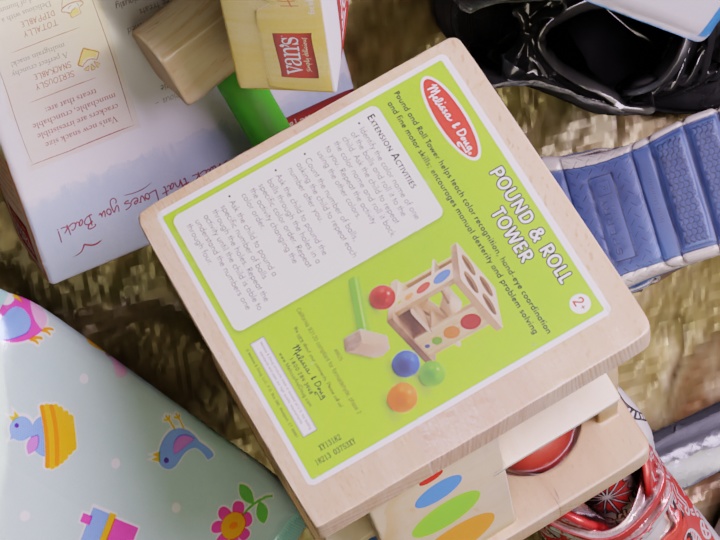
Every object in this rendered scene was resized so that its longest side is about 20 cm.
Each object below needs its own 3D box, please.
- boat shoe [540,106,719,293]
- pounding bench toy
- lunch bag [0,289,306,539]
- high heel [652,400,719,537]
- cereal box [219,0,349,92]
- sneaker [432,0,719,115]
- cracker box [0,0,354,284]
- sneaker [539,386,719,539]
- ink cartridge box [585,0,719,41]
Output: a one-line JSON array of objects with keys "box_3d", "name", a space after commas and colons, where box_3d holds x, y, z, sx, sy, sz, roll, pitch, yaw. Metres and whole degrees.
[{"box_3d": [0.087, -0.013, 0.917, 0.199, 0.072, 0.073, -12, 82, 10], "name": "boat shoe"}, {"box_3d": [0.000, 0.000, 0.814, 0.124, 0.200, 0.156, -30, 158, -5], "name": "pounding bench toy"}, {"box_3d": [-0.142, 0.124, 0.837, 0.170, 0.122, 0.201, 39, 74, -28], "name": "lunch bag"}, {"box_3d": [0.199, 0.142, 1.029, 0.142, 0.071, 0.201, -23, 109, -8], "name": "high heel"}, {"box_3d": [-0.018, -0.178, 0.733, 0.039, 0.201, 0.144, 3, 153, 7], "name": "cereal box"}, {"box_3d": [0.105, -0.087, 0.885, 0.199, 0.104, 0.060, 6, 105, -24], "name": "sneaker"}, {"box_3d": [-0.088, -0.113, 0.825, 0.133, 0.058, 0.201, -22, 116, -14], "name": "cracker box"}, {"box_3d": [0.108, 0.109, 0.925, 0.067, 0.108, 0.202, -34, 97, 2], "name": "sneaker"}, {"box_3d": [0.096, -0.200, 0.767, 0.084, 0.200, 0.146, 15, 127, -25], "name": "ink cartridge box"}]
